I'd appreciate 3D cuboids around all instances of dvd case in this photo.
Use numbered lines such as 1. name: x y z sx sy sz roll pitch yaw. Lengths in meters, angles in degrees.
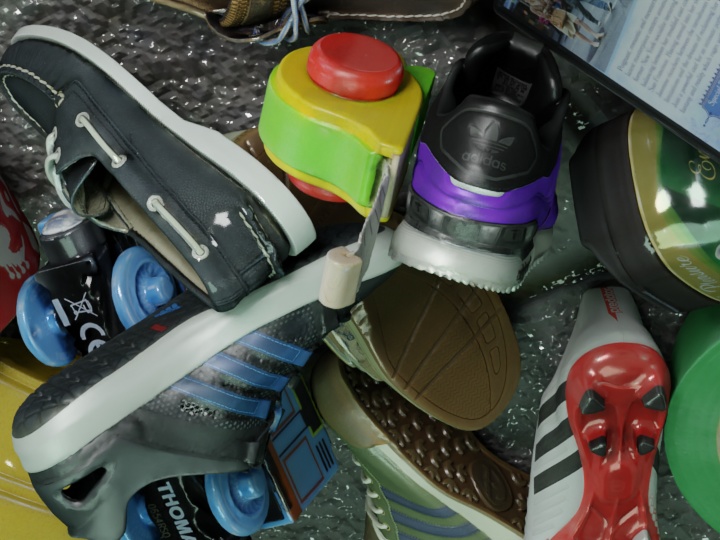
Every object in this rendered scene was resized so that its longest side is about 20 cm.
1. dvd case: 0.160 -0.111 1.191 0.200 0.018 0.143 35 130 14

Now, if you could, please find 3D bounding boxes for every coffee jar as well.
1. coffee jar: 0.197 -0.046 1.279 0.200 0.085 0.104 -18 155 26

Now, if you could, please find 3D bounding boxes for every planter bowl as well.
1. planter bowl: -0.161 0.088 1.466 0.200 0.200 0.084 20 99 -7

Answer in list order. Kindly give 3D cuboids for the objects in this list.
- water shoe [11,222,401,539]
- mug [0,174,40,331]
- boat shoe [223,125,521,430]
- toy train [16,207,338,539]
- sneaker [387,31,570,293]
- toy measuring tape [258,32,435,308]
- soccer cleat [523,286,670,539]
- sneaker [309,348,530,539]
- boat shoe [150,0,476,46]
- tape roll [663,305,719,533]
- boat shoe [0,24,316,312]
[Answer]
1. water shoe: -0.061 0.049 1.308 0.200 0.071 0.079 -30 106 -11
2. mug: -0.239 -0.039 1.335 0.133 0.178 0.200 -21 132 9
3. boat shoe: 0.000 0.000 1.397 0.200 0.073 0.063 47 163 -23
4. toy train: -0.090 0.049 1.397 0.087 0.114 0.200 -14 109 31
5. sneaker: 0.062 -0.056 1.264 0.069 0.200 0.100 15 102 1
6. toy measuring tape: -0.016 -0.048 1.216 0.073 0.200 0.074 5 120 9
7. soccer cleat: 0.116 0.099 1.440 0.069 0.085 0.200 1 129 -4
8. sneaker: 0.028 0.121 1.496 0.090 0.067 0.200 -34 122 30
9. boat shoe: -0.042 -0.133 1.265 0.200 0.072 0.072 8 134 4
10. tape roll: 0.250 0.070 1.415 0.200 0.048 0.201 6 135 6
11. boat shoe: -0.108 -0.048 1.301 0.200 0.060 0.076 31 158 40
